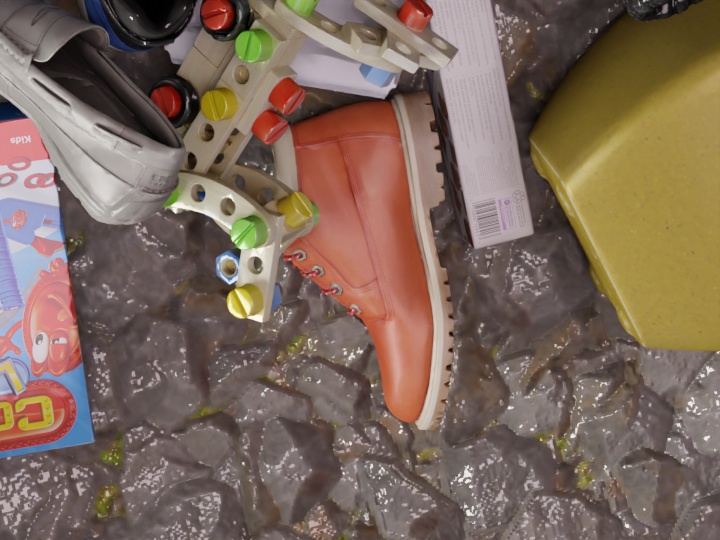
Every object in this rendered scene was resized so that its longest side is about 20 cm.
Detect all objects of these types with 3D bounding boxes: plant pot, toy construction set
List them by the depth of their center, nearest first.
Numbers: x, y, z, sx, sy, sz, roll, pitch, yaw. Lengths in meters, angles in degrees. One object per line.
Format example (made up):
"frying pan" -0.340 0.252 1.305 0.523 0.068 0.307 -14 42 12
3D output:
"toy construction set" -0.044 -0.083 1.403 0.131 0.092 0.200 43 103 18
"plant pot" 0.212 -0.063 1.458 0.200 0.194 0.196 -27 108 1

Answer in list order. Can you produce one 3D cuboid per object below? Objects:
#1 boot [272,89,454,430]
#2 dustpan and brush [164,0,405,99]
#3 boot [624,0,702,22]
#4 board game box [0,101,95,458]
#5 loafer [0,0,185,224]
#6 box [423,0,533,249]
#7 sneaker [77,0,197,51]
"boot" 0.000 0.000 1.491 0.107 0.075 0.200 -9 97 -6
"dustpan and brush" -0.030 -0.210 1.442 0.139 0.057 0.200 9 109 -1
"boot" 0.122 -0.203 1.388 0.211 0.079 0.158 -24 93 33
"board game box" -0.263 0.015 1.444 0.200 0.056 0.196 -10 105 -9
"loafer" -0.165 -0.116 1.388 0.200 0.070 0.070 48 126 11
"box" 0.062 -0.113 1.487 0.041 0.039 0.200 -15 107 -9
"sneaker" -0.124 -0.218 1.374 0.077 0.111 0.200 -5 98 -19
